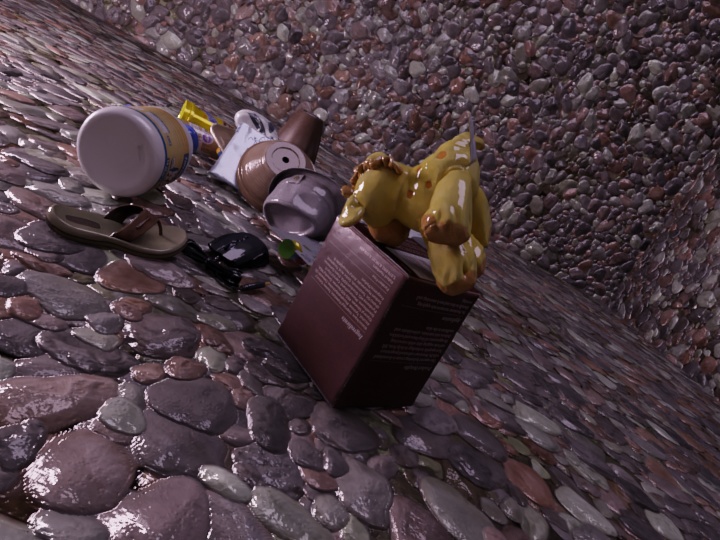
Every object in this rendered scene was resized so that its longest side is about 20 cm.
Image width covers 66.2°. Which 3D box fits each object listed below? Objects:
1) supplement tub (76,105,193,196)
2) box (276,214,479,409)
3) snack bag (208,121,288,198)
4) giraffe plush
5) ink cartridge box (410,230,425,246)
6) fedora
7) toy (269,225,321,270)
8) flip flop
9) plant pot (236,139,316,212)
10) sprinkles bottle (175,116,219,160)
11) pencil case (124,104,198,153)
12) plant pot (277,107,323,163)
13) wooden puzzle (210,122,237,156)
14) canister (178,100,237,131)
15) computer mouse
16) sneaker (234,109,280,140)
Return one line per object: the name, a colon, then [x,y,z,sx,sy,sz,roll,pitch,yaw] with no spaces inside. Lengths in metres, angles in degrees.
supplement tub: [-0.389,-0.216,0.982,0.144,0.146,0.200,28,16,-6]
box: [0.021,0.060,0.769,0.165,0.201,0.164,14,22,-46]
snack bag: [-0.248,-0.250,1.353,0.199,0.021,0.190,29,60,-9]
giraffe plush: [0.062,-0.079,0.667,0.160,0.202,0.172,0,18,23]
ink cartridge box: [0.043,-0.067,1.309,0.199,0.146,0.144,37,17,26]
fedora: [-0.130,-0.124,1.184,0.198,0.178,0.090,18,40,19]
toy: [-0.103,-0.025,1.082,0.115,0.047,0.200,43,8,20]
flip flop: [-0.332,-0.066,0.781,0.199,0.058,0.081,14,22,-45]
plant pot: [-0.187,-0.236,1.306,0.199,0.093,0.203,9,65,-19]
sprinkles bottle: [-0.419,-0.341,1.461,0.199,0.069,0.068,19,19,-35]
pencil case: [-0.471,-0.322,1.283,0.199,0.078,0.088,4,59,-59]
plant pot: [-0.218,-0.464,1.966,0.186,0.201,0.187,27,16,-9]
wooden puzzle: [-0.298,-0.274,1.443,0.185,0.046,0.201,2,58,-60]
canister: [-0.426,-0.398,1.597,0.199,0.087,0.149,24,17,-26]
computer mouse: [-0.190,-0.022,0.925,0.140,0.046,0.200,35,16,20]
sneaker: [-0.251,-0.320,1.431,0.200,0.079,0.130,53,15,-29]
